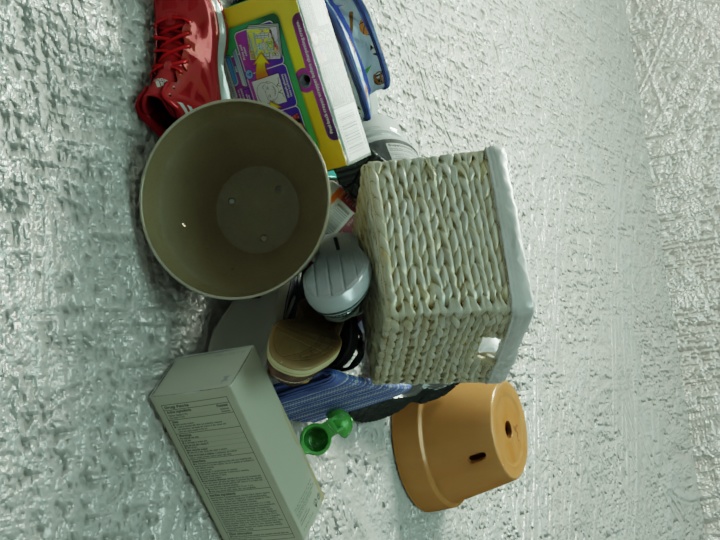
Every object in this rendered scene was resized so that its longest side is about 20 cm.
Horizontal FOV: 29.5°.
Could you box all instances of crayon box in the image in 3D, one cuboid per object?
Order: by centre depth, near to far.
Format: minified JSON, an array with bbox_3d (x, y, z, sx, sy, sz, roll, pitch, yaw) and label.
[{"bbox_3d":[-0.097,-0.200,1.513,0.058,0.171,0.203,-29,105,-53],"label":"crayon box"}]

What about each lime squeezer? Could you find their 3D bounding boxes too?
[{"bbox_3d":[-0.051,0.191,1.567,0.199,0.070,0.038,-30,94,-53],"label":"lime squeezer"}]

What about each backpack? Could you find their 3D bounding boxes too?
[{"bbox_3d":[-0.047,-0.249,1.627,0.191,0.152,0.201,-108,171,-58],"label":"backpack"}]

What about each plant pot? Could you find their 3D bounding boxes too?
[{"bbox_3d":[-0.120,-0.070,1.442,0.134,0.197,0.204,13,68,-83],"label":"plant pot"},{"bbox_3d":[0.147,0.230,1.913,0.200,0.138,0.203,34,51,-55],"label":"plant pot"}]

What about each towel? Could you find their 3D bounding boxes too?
[{"bbox_3d":[-0.045,0.141,1.548,0.199,0.143,0.024,18,57,-62],"label":"towel"}]

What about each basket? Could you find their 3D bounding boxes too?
[{"bbox_3d":[0.083,0.004,1.467,0.199,0.158,0.203,99,-17,-63],"label":"basket"}]

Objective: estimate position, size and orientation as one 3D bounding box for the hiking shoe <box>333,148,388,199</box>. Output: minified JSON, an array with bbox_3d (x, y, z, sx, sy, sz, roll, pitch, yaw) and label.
[{"bbox_3d":[0.042,-0.091,1.633,0.200,0.076,0.101,41,6,-27],"label":"hiking shoe"}]

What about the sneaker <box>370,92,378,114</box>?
[{"bbox_3d":[-0.037,-0.263,1.822,0.084,0.072,0.202,-32,120,-30],"label":"sneaker"}]

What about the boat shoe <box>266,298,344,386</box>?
[{"bbox_3d":[-0.061,0.089,1.415,0.200,0.071,0.073,-68,178,-74],"label":"boat shoe"}]

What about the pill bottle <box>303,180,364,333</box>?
[{"bbox_3d":[0.000,0.000,1.629,0.200,0.114,0.114,44,32,-2],"label":"pill bottle"}]

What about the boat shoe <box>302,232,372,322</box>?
[{"bbox_3d":[-0.018,0.018,1.430,0.200,0.071,0.072,-83,163,-72],"label":"boat shoe"}]

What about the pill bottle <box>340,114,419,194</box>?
[{"bbox_3d":[0.035,-0.102,1.775,0.114,0.113,0.202,47,17,-48],"label":"pill bottle"}]

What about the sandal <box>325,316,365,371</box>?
[{"bbox_3d":[-0.028,0.086,1.562,0.047,0.200,0.077,12,75,-16],"label":"sandal"}]

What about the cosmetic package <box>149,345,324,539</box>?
[{"bbox_3d":[-0.124,0.185,1.412,0.202,0.102,0.073,69,29,-25],"label":"cosmetic package"}]

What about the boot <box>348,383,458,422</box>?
[{"bbox_3d":[0.035,0.119,1.811,0.198,0.070,0.133,-10,67,-46],"label":"boot"}]

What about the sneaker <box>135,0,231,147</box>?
[{"bbox_3d":[-0.194,-0.228,1.450,0.115,0.077,0.203,-35,111,-63],"label":"sneaker"}]

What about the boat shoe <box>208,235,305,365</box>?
[{"bbox_3d":[-0.105,0.061,1.517,0.093,0.074,0.202,66,37,-52],"label":"boat shoe"}]

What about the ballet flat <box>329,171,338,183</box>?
[{"bbox_3d":[-0.072,-0.125,1.671,0.199,0.068,0.069,5,74,-63],"label":"ballet flat"}]
